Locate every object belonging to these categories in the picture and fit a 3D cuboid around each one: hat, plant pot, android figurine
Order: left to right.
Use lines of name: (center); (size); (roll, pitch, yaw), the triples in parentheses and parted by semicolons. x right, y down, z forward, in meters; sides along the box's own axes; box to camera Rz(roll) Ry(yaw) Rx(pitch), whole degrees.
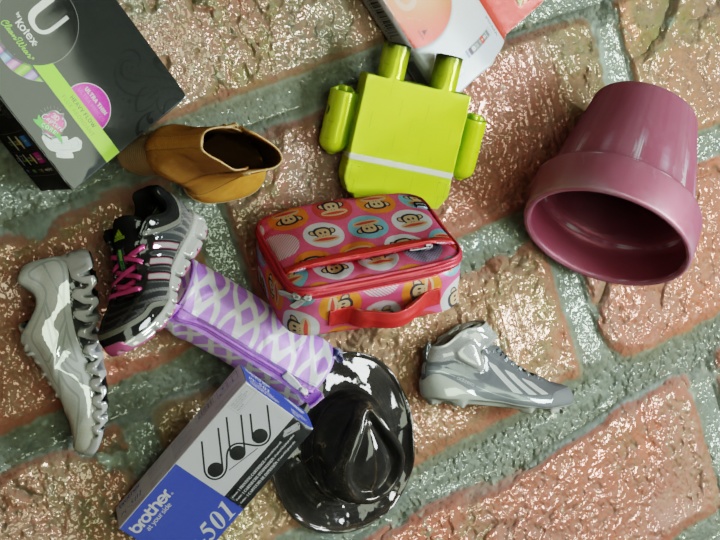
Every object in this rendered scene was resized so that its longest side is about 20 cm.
hat: (-0.005, 0.190, 1.541); (0.199, 0.081, 0.202); (-1, 93, -27)
android figurine: (0.046, -0.142, 1.555); (0.181, 0.041, 0.201); (8, 103, -16)
plant pot: (0.305, -0.108, 1.641); (0.200, 0.200, 0.180); (35, 62, -25)

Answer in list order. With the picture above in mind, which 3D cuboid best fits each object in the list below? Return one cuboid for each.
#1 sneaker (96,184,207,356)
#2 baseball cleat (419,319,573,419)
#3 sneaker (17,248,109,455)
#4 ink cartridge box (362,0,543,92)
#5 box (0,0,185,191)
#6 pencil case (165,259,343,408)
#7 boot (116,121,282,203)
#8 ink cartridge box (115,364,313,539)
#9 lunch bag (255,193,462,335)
sneaker: (-0.217, -0.007, 1.388); (0.088, 0.073, 0.201); (51, 41, -31)
baseball cleat: (0.162, 0.112, 1.633); (0.199, 0.070, 0.107); (5, 90, -29)
sneaker: (-0.289, 0.082, 1.399); (0.081, 0.075, 0.201); (-7, 93, -14)
ink cartridge box: (0.113, -0.308, 1.598); (0.200, 0.050, 0.163); (-42, 111, -17)
box: (-0.293, -0.195, 1.347); (0.148, 0.124, 0.200); (-43, 109, -19)
pencil case: (-0.120, 0.069, 1.470); (0.199, 0.086, 0.084); (32, 121, -21)
boot: (-0.124, -0.105, 1.404); (0.201, 0.143, 0.071); (6, 87, -49)
ink cartridge box: (-0.148, 0.201, 1.448); (0.094, 0.044, 0.200); (38, 98, -24)
lunch bag: (0.000, 0.000, 1.466); (0.199, 0.176, 0.082); (-11, 127, -17)
